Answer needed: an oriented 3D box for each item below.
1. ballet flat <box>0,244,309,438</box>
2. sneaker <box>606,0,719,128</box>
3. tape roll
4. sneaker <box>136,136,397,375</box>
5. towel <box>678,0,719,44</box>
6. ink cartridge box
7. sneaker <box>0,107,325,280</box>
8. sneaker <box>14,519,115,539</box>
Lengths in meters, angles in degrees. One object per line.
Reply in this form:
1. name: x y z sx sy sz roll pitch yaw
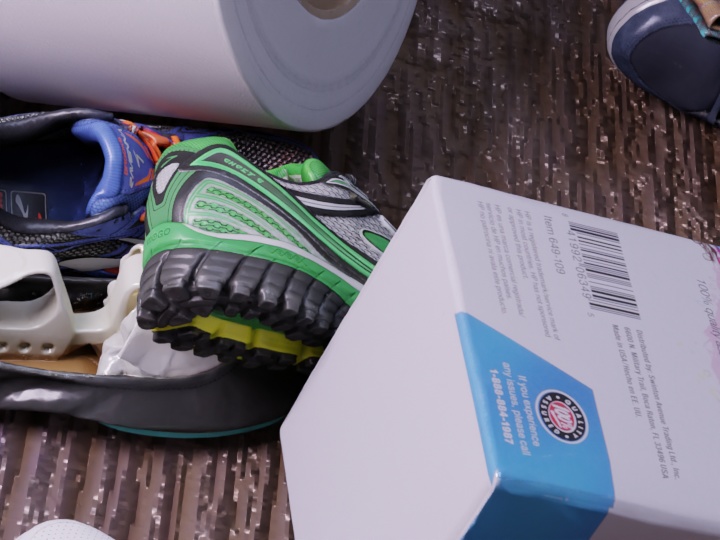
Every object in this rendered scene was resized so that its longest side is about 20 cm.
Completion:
1. ballet flat: -0.110 0.025 1.095 0.199 0.069 0.068 3 46 -17
2. sneaker: 0.210 -0.058 1.287 0.201 0.077 0.147 15 40 -6
3. tape roll: -0.070 -0.163 1.155 0.138 0.204 0.203 7 36 27
4. sneaker: 0.000 0.000 1.104 0.199 0.078 0.086 22 58 -41
5. towel: 0.208 -0.128 1.284 0.199 0.022 0.147 10 32 -30
6. ink cartridge box: 0.095 0.084 1.026 0.199 0.146 0.147 13 41 -22
7. sneaker: -0.098 -0.029 1.130 0.199 0.078 0.076 -6 72 -29
8. sneaker: -0.051 0.133 0.970 0.073 0.116 0.200 -25 56 -35
